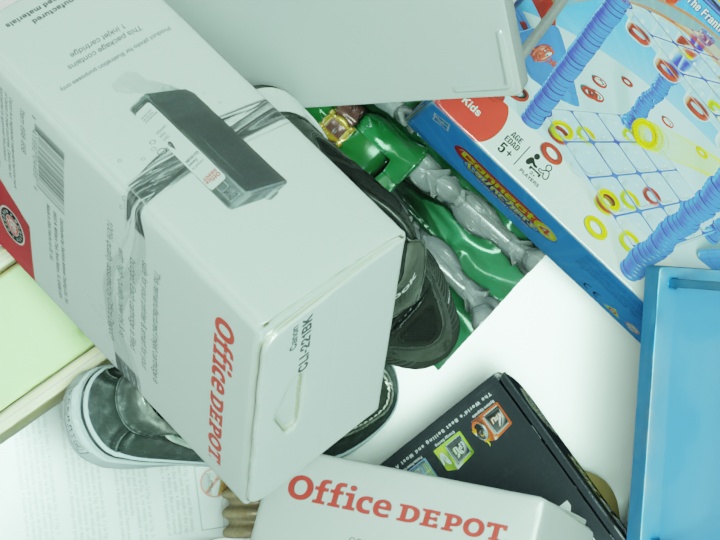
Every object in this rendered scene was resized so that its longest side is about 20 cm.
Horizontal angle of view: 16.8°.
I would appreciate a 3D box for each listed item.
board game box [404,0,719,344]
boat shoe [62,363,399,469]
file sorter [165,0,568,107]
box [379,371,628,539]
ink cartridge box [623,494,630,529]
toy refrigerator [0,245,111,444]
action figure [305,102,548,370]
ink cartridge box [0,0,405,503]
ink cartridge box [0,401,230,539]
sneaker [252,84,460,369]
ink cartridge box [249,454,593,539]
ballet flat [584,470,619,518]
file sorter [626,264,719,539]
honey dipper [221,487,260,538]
[{"bbox_3d":[0.162,-0.081,1.229,0.200,0.056,0.196,43,76,-3],"label":"board game box"},{"bbox_3d":[-0.046,0.066,1.184,0.200,0.071,0.072,-7,87,-43],"label":"boat shoe"},{"bbox_3d":[-0.014,-0.164,1.154,0.200,0.125,0.139,-2,116,23],"label":"file sorter"},{"bbox_3d":[0.041,0.173,1.211,0.200,0.049,0.161,-38,65,6],"label":"box"},{"bbox_3d":[0.187,0.179,1.257,0.115,0.068,0.200,12,92,-3],"label":"ink cartridge box"},{"bbox_3d":[-0.119,-0.003,1.196,0.200,0.070,0.076,-35,88,-9],"label":"toy refrigerator"},{"bbox_3d":[0.005,-0.057,1.256,0.200,0.055,0.118,42,94,2],"label":"action figure"},{"bbox_3d":[-0.079,-0.018,1.067,0.084,0.144,0.200,-33,64,-25],"label":"ink cartridge box"},{"bbox_3d":[-0.124,0.067,1.270,0.200,0.057,0.163,-8,92,-21],"label":"ink cartridge box"},{"bbox_3d":[0.000,0.000,1.152,0.066,0.091,0.200,-41,134,-2],"label":"sneaker"},{"bbox_3d":[0.011,0.193,1.142,0.146,0.084,0.200,9,77,24],"label":"ink cartridge box"},{"bbox_3d":[0.067,0.190,1.258,0.069,0.063,0.200,39,91,-5],"label":"ballet flat"},{"bbox_3d":[0.245,0.074,1.149,0.200,0.123,0.139,3,90,-25],"label":"file sorter"},{"bbox_3d":[-0.054,0.036,1.251,0.038,0.038,0.200,-1,86,-1],"label":"honey dipper"}]
